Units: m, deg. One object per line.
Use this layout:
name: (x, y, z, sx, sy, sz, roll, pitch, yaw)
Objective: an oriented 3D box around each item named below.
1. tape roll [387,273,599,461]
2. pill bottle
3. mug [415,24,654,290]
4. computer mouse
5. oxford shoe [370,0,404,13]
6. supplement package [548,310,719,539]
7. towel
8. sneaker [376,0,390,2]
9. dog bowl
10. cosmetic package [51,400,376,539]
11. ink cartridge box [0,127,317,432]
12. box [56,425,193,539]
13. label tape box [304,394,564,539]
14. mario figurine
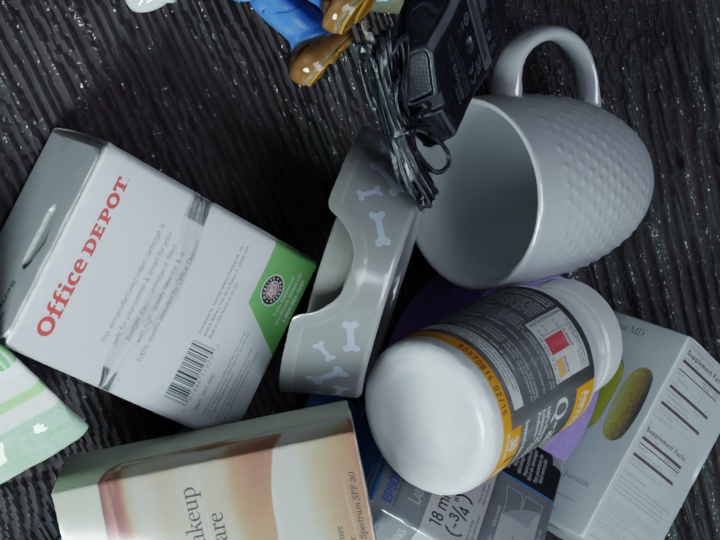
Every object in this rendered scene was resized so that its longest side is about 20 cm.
tape roll: (0.114, 0.091, 1.236, 0.199, 0.066, 0.201, -13, 111, -35)
pill bottle: (0.104, 0.078, 1.075, 0.200, 0.116, 0.117, -23, 117, -46)
mug: (0.146, -0.093, 1.158, 0.175, 0.147, 0.201, -9, 103, -42)
computer mouse: (0.045, -0.150, 1.001, 0.200, 0.052, 0.139, -59, 143, -41)
oxford shoe: (-0.003, -0.219, 1.046, 0.199, 0.075, 0.071, -6, 107, -37)
supplement package: (0.235, 0.153, 1.318, 0.109, 0.114, 0.201, 38, 78, -39)
towel: (-0.289, 0.077, 0.897, 0.152, 0.023, 0.200, -30, 127, 11)
sneaker: (0.007, -0.274, 1.012, 0.077, 0.076, 0.201, 20, 72, -21)
dog bowl: (0.000, 0.000, 1.052, 0.058, 0.200, 0.201, 18, 93, 3)
cosmetic package: (-0.093, 0.162, 0.969, 0.199, 0.087, 0.104, -13, 99, -2)
ink cartridge box: (-0.148, 0.012, 0.994, 0.200, 0.084, 0.147, 31, 83, -39)
box: (-0.161, 0.204, 1.064, 0.200, 0.049, 0.082, -42, 125, -21)
label tape box: (0.043, 0.159, 1.091, 0.063, 0.199, 0.144, -58, -177, 38)
mario figurine: (-0.096, -0.198, 0.924, 0.200, 0.106, 0.124, 38, 102, 4)
